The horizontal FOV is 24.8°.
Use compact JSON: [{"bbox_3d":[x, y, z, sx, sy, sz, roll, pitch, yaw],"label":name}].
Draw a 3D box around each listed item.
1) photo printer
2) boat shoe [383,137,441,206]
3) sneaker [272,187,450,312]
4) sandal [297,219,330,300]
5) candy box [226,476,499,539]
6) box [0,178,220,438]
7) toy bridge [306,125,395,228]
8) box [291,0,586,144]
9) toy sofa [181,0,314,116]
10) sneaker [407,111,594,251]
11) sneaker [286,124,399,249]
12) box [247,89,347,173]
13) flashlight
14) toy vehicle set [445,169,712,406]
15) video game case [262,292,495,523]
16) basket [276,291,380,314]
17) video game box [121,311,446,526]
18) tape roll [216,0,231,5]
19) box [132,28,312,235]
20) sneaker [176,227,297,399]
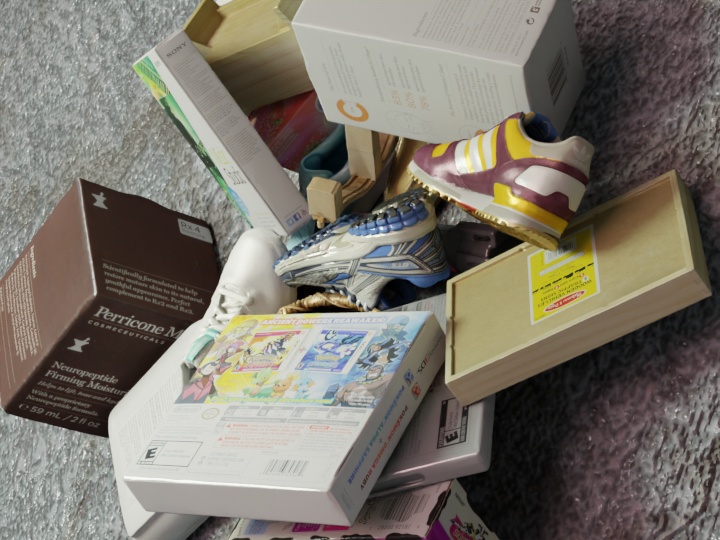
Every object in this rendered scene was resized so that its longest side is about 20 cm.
[{"bbox_3d":[-0.164,0.153,1.605,0.200,0.069,0.167,-46,44,31],"label":"photo printer"},{"bbox_3d":[0.060,-0.140,1.427,0.072,0.076,0.200,38,106,53],"label":"boat shoe"},{"bbox_3d":[0.000,0.000,1.354,0.200,0.077,0.085,-17,104,55],"label":"sneaker"},{"bbox_3d":[-0.055,0.009,1.494,0.075,0.048,0.201,-79,0,-68],"label":"sandal"},{"bbox_3d":[0.015,0.225,1.240,0.200,0.136,0.061,-10,37,38],"label":"candy box"},{"bbox_3d":[-0.264,0.045,1.706,0.200,0.166,0.164,-47,41,32],"label":"box"},{"bbox_3d":[0.003,-0.105,1.418,0.027,0.067,0.200,14,49,18],"label":"toy bridge"},{"bbox_3d":[0.064,-0.174,1.305,0.200,0.124,0.098,14,61,24],"label":"box"},{"bbox_3d":[-0.079,-0.213,1.492,0.200,0.098,0.083,-12,42,52],"label":"toy sofa"},{"bbox_3d":[0.111,-0.080,1.254,0.090,0.075,0.200,-61,32,2],"label":"sneaker"},{"bbox_3d":[-0.035,-0.073,1.521,0.200,0.082,0.074,-59,36,18],"label":"sneaker"},{"bbox_3d":[-0.014,-0.189,1.532,0.200,0.095,0.103,-47,43,31],"label":"box"},{"bbox_3d":[0.061,-0.010,1.386,0.200,0.068,0.068,10,91,49],"label":"flashlight"},{"bbox_3d":[0.152,0.012,1.189,0.200,0.027,0.124,-27,31,22],"label":"toy vehicle set"},{"bbox_3d":[0.018,0.098,1.252,0.182,0.023,0.200,-16,34,20],"label":"video game case"},{"bbox_3d":[-0.018,0.094,1.367,0.200,0.149,0.143,40,108,54],"label":"basket"},{"bbox_3d":[-0.055,0.107,1.233,0.200,0.047,0.182,-2,43,36],"label":"video game box"},{"bbox_3d":[-0.102,-0.247,1.728,0.203,0.037,0.203,-27,55,46],"label":"tape roll"},{"bbox_3d":[-0.125,-0.119,1.469,0.036,0.200,0.144,-37,10,-12],"label":"box"},{"bbox_3d":[-0.119,0.060,1.452,0.075,0.088,0.200,26,107,30],"label":"sneaker"}]
